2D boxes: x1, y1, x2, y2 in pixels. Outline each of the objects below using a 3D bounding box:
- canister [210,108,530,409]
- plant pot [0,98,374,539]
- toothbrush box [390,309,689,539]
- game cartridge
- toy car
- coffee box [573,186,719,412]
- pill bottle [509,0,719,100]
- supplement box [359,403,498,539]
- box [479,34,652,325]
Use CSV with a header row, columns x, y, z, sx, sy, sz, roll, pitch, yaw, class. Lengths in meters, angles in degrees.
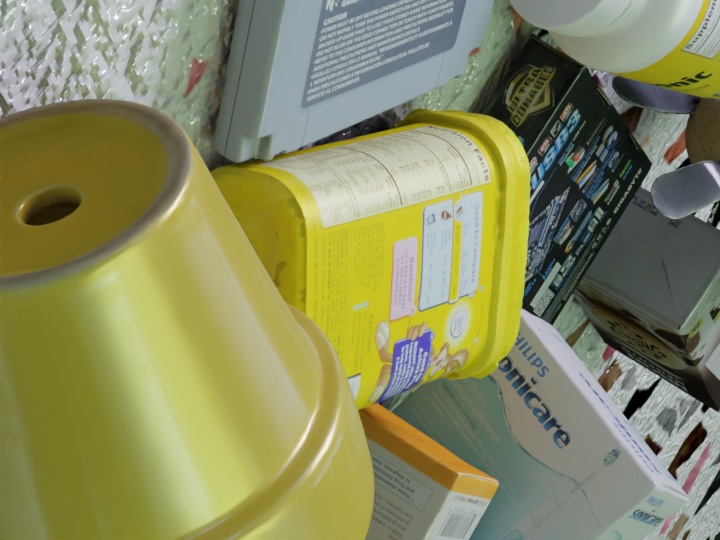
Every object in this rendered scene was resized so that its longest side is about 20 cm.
x,y,z,sx,sy,sz,roll,pitch,yaw,class
0.000,0.000,1.089,0.200,0.086,0.150,-17,115,-52,canister
-0.108,0.042,0.860,0.201,0.200,0.190,-42,135,-32,plant pot
0.076,0.144,1.268,0.200,0.147,0.085,-43,156,10,toothbrush box
0.007,-0.140,1.036,0.200,0.041,0.134,-27,135,-48,game cartridge
0.253,-0.070,1.336,0.199,0.165,0.158,2,144,-30,toy car
0.222,0.018,1.499,0.080,0.113,0.200,-56,154,-7,coffee box
0.172,-0.166,1.203,0.199,0.111,0.112,7,112,-50,pill bottle
-0.026,0.176,1.208,0.201,0.126,0.073,-60,156,3,supplement box
0.096,-0.024,1.302,0.201,0.050,0.198,-58,154,-2,box
